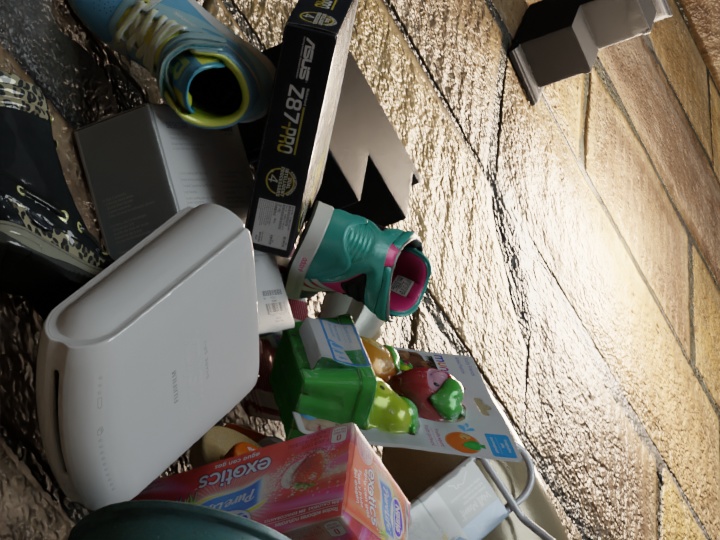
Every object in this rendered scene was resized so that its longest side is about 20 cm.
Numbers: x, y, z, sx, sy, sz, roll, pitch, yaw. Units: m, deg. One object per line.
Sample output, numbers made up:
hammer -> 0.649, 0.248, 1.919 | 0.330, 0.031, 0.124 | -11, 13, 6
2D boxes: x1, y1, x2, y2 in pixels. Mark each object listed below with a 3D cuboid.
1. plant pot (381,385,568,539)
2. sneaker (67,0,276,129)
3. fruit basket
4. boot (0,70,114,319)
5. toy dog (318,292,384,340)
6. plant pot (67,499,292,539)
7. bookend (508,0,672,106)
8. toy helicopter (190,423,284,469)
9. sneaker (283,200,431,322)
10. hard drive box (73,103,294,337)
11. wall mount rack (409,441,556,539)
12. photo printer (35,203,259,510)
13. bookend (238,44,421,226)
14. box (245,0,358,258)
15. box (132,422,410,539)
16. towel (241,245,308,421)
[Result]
plant pot -> 0.094, 0.208, 1.757 | 0.187, 0.187, 0.201 | -17, 93, -67
sneaker -> -0.159, -0.185, 1.506 | 0.200, 0.080, 0.131 | 31, 14, -2
fruit basket -> 0.027, 0.101, 1.608 | 0.185, 0.199, 0.094 | -112, -152, -61
boot -> -0.228, -0.049, 1.379 | 0.203, 0.073, 0.154 | 35, 40, -58
toy dog -> 0.006, 0.058, 1.769 | 0.132, 0.096, 0.201 | 61, 21, -50
plant pot -> -0.126, 0.290, 1.237 | 0.200, 0.200, 0.197 | 53, 37, -38
bookend -> 0.335, -0.345, 2.693 | 0.092, 0.199, 0.199 | 63, 24, -20
toy helicopter -> -0.057, 0.191, 1.533 | 0.200, 0.079, 0.132 | 34, 22, -21
sneaker -> 0.000, 0.000, 1.657 | 0.200, 0.120, 0.084 | 116, -3, -78
hard drive box -> -0.144, -0.032, 1.549 | 0.156, 0.077, 0.201 | -6, 80, -67
wall mount rack -> 0.107, 0.238, 1.629 | 0.200, 0.075, 0.174 | -37, 95, -24
photo printer -> -0.155, 0.066, 1.348 | 0.200, 0.069, 0.167 | -41, 142, -43
bookend -> -0.031, -0.097, 1.795 | 0.200, 0.092, 0.199 | 58, 23, -30
box -> -0.048, -0.133, 1.548 | 0.161, 0.049, 0.201 | -76, 179, -65
box -> -0.073, 0.203, 1.385 | 0.103, 0.199, 0.095 | 57, 26, -35
towel -> -0.083, 0.042, 1.706 | 0.144, 0.023, 0.201 | 22, 56, -64
